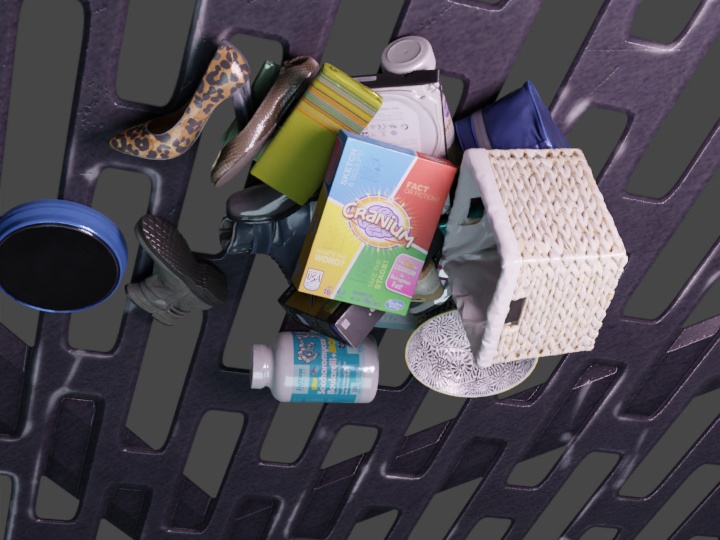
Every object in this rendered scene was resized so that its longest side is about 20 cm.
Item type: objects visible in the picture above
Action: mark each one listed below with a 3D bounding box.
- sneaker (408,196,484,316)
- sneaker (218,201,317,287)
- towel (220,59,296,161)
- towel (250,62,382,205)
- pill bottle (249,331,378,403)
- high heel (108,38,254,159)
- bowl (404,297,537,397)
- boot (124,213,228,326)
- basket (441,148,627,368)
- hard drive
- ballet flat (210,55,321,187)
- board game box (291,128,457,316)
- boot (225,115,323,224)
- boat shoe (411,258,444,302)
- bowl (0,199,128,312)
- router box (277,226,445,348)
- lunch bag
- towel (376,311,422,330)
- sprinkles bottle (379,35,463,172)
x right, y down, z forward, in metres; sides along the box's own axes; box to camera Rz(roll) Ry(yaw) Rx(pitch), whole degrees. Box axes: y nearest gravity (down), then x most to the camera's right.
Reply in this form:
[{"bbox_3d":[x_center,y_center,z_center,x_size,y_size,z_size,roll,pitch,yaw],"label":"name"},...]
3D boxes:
[{"bbox_3d":[0.113,-0.034,1.608,0.200,0.084,0.121,-42,104,17],"label":"sneaker"},{"bbox_3d":[-0.130,-0.025,1.611,0.144,0.077,0.204,-8,128,-16],"label":"sneaker"},{"bbox_3d":[-0.068,-0.187,1.503,0.198,0.024,0.153,19,130,-23],"label":"towel"},{"bbox_3d":[-0.057,-0.166,1.401,0.086,0.018,0.200,32,130,-11],"label":"towel"},{"bbox_3d":[-0.075,0.153,1.791,0.197,0.112,0.112,1,136,-10],"label":"pill bottle"},{"bbox_3d":[-0.232,-0.217,1.422,0.197,0.072,0.144,-8,128,0],"label":"high heel"},{"bbox_3d":[0.165,0.092,1.699,0.198,0.095,0.202,2,135,2],"label":"bowl"},{"bbox_3d":[-0.296,0.011,1.648,0.129,0.068,0.200,-21,134,22],"label":"boot"},{"bbox_3d":[0.205,-0.021,1.393,0.158,0.202,0.200,-5,138,-12],"label":"basket"},{"bbox_3d":[0.041,-0.154,1.431,0.138,0.038,0.202,-2,131,8],"label":"hard drive"},{"bbox_3d":[-0.125,-0.189,1.411,0.046,0.067,0.200,40,94,-2],"label":"ballet flat"},{"bbox_3d":[0.016,-0.057,1.399,0.151,0.040,0.202,13,107,-20],"label":"board game box"},{"bbox_3d":[-0.093,-0.143,1.487,0.197,0.070,0.133,-17,132,-8],"label":"boot"},{"bbox_3d":[0.040,0.015,1.600,0.199,0.074,0.069,7,141,53],"label":"boat shoe"},{"bbox_3d":[-0.433,-0.014,1.616,0.197,0.040,0.202,-4,137,-4],"label":"bowl"},{"bbox_3d":[0.000,0.000,1.539,0.200,0.157,0.052,-50,122,-16],"label":"router box"},{"bbox_3d":[0.214,-0.134,1.515,0.131,0.137,0.200,-25,136,18],"label":"lunch bag"},{"bbox_3d":[0.092,0.018,1.724,0.197,0.049,0.173,5,132,-13],"label":"towel"},{"bbox_3d":[0.082,-0.206,1.469,0.067,0.069,0.201,-15,137,8],"label":"sprinkles bottle"}]
